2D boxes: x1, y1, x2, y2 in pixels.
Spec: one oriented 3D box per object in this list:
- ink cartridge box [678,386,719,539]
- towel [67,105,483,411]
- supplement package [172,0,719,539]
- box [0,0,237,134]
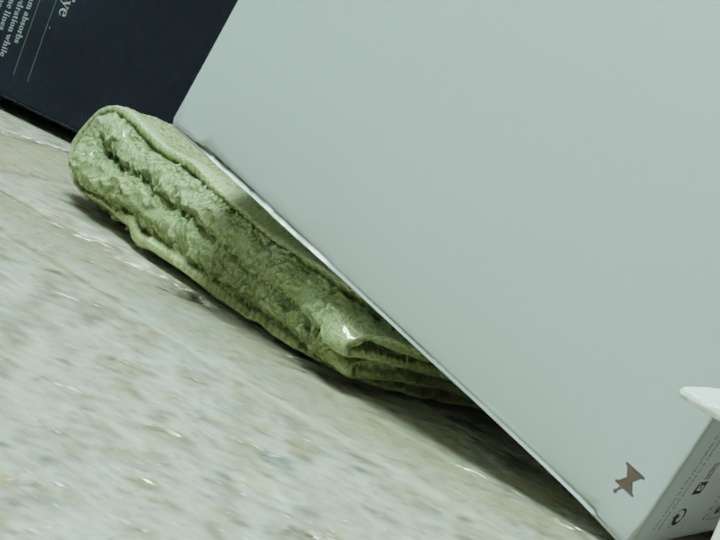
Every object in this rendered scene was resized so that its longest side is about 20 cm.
[{"bbox_3d":[0.154,0.087,0.580,0.116,0.068,0.199,29,9,41],"label":"ink cartridge box"},{"bbox_3d":[0.000,0.000,0.842,0.148,0.037,0.200,16,10,-38],"label":"towel"},{"bbox_3d":[0.073,-0.047,0.732,0.200,0.156,0.111,42,24,26],"label":"supplement package"},{"bbox_3d":[-0.063,-0.144,1.030,0.181,0.201,0.104,26,8,27],"label":"box"}]
